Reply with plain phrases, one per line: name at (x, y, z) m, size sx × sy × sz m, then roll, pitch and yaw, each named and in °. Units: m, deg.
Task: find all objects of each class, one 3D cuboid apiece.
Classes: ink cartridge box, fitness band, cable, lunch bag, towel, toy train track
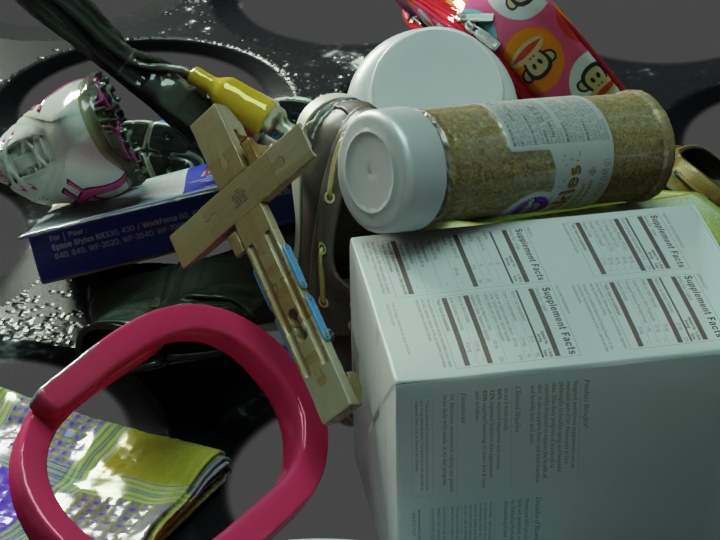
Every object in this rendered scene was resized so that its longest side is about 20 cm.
ink cartridge box at (-0.106, -0.037, 1.432) m, size 0.197 × 0.047 × 0.200 m, roll -13°, pitch 10°, yaw 0°
fitness band at (-0.104, 0.100, 1.252) m, size 0.144 × 0.037 × 0.200 m, roll 48°, pitch 47°, yaw 5°
cable at (-0.125, -0.126, 1.393) m, size 0.050 × 0.200 × 0.097 m, roll -54°, pitch 8°, yaw -13°
lunch bag at (0.098, -0.164, 1.590) m, size 0.082 × 0.176 × 0.200 m, roll -41°, pitch 24°, yaw 0°
towel at (-0.186, 0.119, 1.299) m, size 0.200 × 0.023 × 0.144 m, roll 15°, pitch 35°, yaw 23°
toy train track at (-0.042, -0.005, 1.287) m, size 0.032 × 0.115 × 0.200 m, roll 6°, pitch 53°, yaw -51°

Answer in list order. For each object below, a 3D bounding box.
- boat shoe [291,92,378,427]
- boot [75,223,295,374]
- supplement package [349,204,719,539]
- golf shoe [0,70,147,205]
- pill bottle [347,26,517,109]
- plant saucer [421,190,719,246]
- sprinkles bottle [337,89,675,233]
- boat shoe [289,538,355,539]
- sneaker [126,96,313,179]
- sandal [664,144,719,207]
boat shoe at (0.000, 0.000, 1.317) m, size 0.072 × 0.201 × 0.059 m, roll -8°, pitch 14°, yaw -24°
boot at (-0.074, 0.024, 1.382) m, size 0.199 × 0.068 × 0.131 m, roll -13°, pitch 14°, yaw -6°
supplement package at (0.104, 0.072, 1.247) m, size 0.199 × 0.152 × 0.151 m, roll -6°, pitch 32°, yaw -8°
golf shoe at (-0.183, -0.070, 1.411) m, size 0.092 × 0.073 × 0.200 m, roll -22°, pitch -1°, yaw -10°
pill bottle at (0.044, -0.092, 1.466) m, size 0.111 × 0.111 × 0.200 m, roll -1°, pitch -8°, yaw -1°
plant saucer at (0.123, -0.017, 1.413) m, size 0.199 × 0.048 × 0.200 m, roll -8°, pitch 5°, yaw -13°
sprinkles bottle at (0.085, -0.064, 1.285) m, size 0.200 × 0.068 × 0.068 m, roll -8°, pitch 30°, yaw -35°
boat shoe at (0.011, 0.181, 1.162) m, size 0.199 × 0.070 × 0.066 m, roll 2°, pitch 60°, yaw 6°
sneaker at (-0.109, -0.074, 1.580) m, size 0.199 × 0.079 × 0.089 m, roll -9°, pitch 3°, yaw 4°
sandal at (0.233, -0.056, 1.550) m, size 0.199 × 0.054 × 0.080 m, roll 2°, pitch 31°, yaw 4°
